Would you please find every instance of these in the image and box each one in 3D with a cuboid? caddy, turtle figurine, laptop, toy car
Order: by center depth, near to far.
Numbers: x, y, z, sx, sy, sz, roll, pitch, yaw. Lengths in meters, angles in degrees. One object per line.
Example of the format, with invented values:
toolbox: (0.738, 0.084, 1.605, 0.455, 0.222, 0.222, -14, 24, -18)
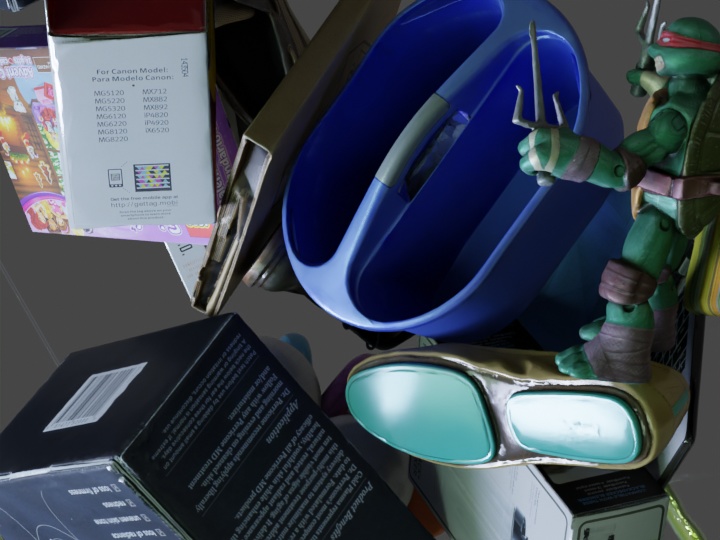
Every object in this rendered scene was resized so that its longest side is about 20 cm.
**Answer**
turtle figurine: (0.139, -0.052, 1.010, 0.100, 0.149, 0.202, 15, 107, 34)
caddy: (0.046, -0.057, 1.104, 0.141, 0.201, 0.105, 38, -175, 30)
laptop: (0.115, 0.048, 1.179, 0.115, 0.201, 0.188, 14, 143, -4)
toy car: (-0.020, 0.121, 1.396, 0.200, 0.150, 0.176, 39, 148, 20)

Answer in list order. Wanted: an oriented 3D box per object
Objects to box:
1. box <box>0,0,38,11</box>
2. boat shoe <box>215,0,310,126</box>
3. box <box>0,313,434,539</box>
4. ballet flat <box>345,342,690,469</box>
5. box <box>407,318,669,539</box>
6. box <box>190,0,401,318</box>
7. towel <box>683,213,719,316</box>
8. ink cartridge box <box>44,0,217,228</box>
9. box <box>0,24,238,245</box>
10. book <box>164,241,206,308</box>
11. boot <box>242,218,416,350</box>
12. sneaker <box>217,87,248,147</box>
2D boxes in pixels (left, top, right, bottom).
box: (-0.266, -0.299, 1.387, 0.199, 0.124, 0.198, 20, 134, 45)
boat shoe: (-0.082, -0.167, 1.277, 0.201, 0.074, 0.073, 55, -169, -10)
box: (-0.097, 0.146, 1.220, 0.197, 0.124, 0.199, 51, 147, -18)
ballet flat: (0.084, 0.070, 1.089, 0.199, 0.063, 0.069, 6, 115, 38)
box: (0.095, 0.122, 1.165, 0.200, 0.060, 0.117, -128, 35, -53)
box: (-0.030, -0.088, 1.180, 0.021, 0.200, 0.164, 29, 143, 5)
towel: (0.210, -0.016, 0.980, 0.200, 0.018, 0.087, -174, 96, -74)
ink cartridge box: (-0.120, -0.154, 1.108, 0.176, 0.083, 0.201, 91, 176, -45)
box: (-0.161, -0.088, 1.317, 0.199, 0.039, 0.138, 4, 122, 44)
book: (-0.144, -0.085, 1.419, 0.134, 0.048, 0.201, -102, -11, -72)
boot: (0.000, 0.000, 1.226, 0.097, 0.200, 0.075, 41, 108, 7)
sneaker: (-0.109, -0.142, 1.347, 0.074, 0.088, 0.201, -13, 105, 59)
